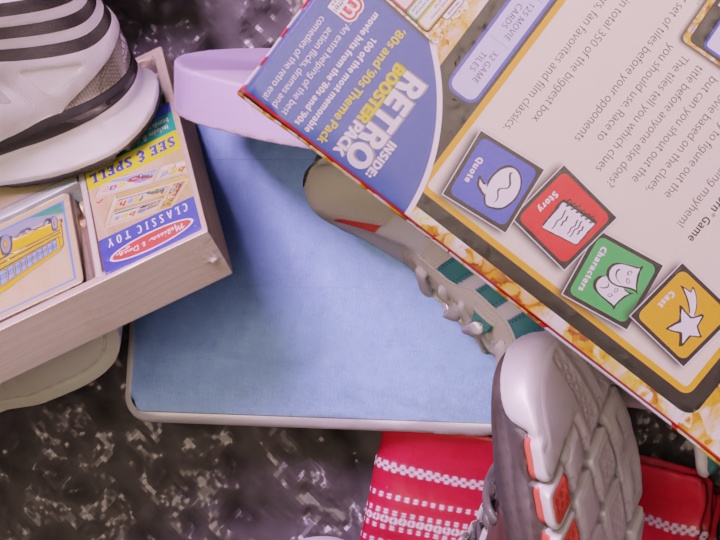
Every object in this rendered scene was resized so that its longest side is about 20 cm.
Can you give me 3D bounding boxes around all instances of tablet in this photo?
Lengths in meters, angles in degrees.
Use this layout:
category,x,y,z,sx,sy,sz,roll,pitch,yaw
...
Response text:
category,x,y,z,sx,sy,sz,roll,pitch,yaw
tablet,0.000,0.000,0.827,0.198,0.014,0.131,1,83,16

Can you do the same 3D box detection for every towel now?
category,x,y,z,sx,sy,sz,roll,pitch,yaw
towel,0.059,0.163,0.820,0.144,0.022,0.202,13,96,16

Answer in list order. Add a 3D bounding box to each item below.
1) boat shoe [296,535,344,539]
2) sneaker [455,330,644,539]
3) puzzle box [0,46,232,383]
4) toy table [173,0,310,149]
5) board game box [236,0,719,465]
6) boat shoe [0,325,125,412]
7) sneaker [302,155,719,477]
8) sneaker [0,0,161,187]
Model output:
category,x,y,z,sx,sy,sz,roll,pitch,yaw
boat shoe,0.007,0.204,0.787,0.074,0.065,0.204,-14,91,0
sneaker,0.057,0.112,0.739,0.081,0.077,0.201,6,122,28
puzzle box,-0.154,-0.005,0.811,0.199,0.025,0.133,-25,41,4
toy table,0.017,-0.109,0.749,0.199,0.184,0.118,9,105,24
board game box,0.085,-0.057,0.644,0.200,0.046,0.152,38,101,-1
boat shoe,-0.188,0.032,0.867,0.200,0.061,0.072,-18,126,19
sneaker,0.061,0.015,0.763,0.198,0.070,0.094,18,85,15
sneaker,-0.190,-0.076,0.796,0.199,0.076,0.116,-20,129,11
